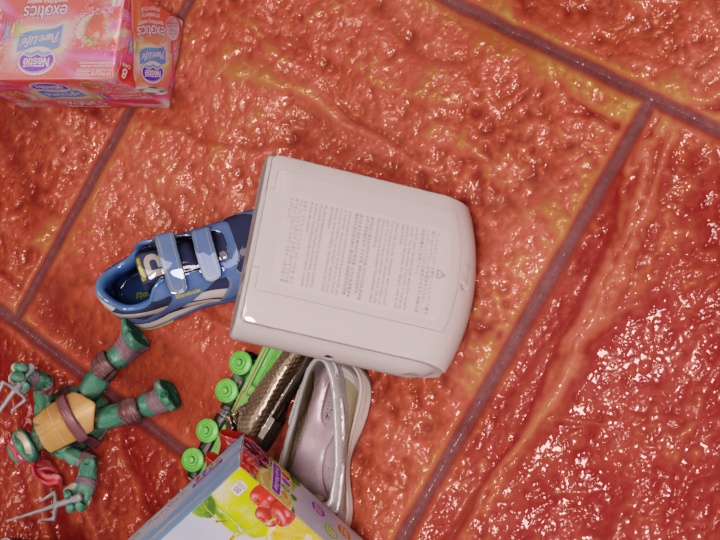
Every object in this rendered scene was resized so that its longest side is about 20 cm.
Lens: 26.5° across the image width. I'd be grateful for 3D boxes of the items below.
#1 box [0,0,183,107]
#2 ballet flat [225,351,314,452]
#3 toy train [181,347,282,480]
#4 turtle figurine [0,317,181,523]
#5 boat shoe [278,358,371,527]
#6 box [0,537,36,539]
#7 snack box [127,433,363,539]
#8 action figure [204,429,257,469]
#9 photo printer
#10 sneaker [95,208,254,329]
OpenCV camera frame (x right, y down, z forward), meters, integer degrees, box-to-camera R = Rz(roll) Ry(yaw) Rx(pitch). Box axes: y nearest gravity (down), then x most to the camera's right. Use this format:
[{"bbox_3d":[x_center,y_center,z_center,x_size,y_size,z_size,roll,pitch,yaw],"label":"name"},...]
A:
[{"bbox_3d":[-0.292,-0.223,1.548,0.199,0.103,0.095,4,80,28],"label":"box"},{"bbox_3d":[-0.063,0.077,1.360,0.046,0.067,0.201,29,89,15],"label":"ballet flat"},{"bbox_3d":[-0.100,0.110,1.404,0.056,0.042,0.201,28,92,20],"label":"toy train"},{"bbox_3d":[-0.277,0.141,1.455,0.200,0.101,0.150,-33,99,4],"label":"turtle figurine"},{"bbox_3d":[-0.043,0.175,1.341,0.074,0.065,0.203,12,84,30],"label":"boat shoe"},{"bbox_3d":[-0.291,0.349,1.359,0.165,0.200,0.165,-30,66,19],"label":"box"},{"bbox_3d":[-0.086,0.264,1.279,0.169,0.068,0.200,-42,106,13],"label":"snack box"},{"bbox_3d":[-0.108,0.247,1.347,0.099,0.065,0.201,22,121,7],"label":"action figure"},{"bbox_3d":[0.000,0.000,1.305,0.199,0.069,0.167,12,71,-9],"label":"photo printer"},{"bbox_3d":[-0.162,-0.002,1.438,0.199,0.082,0.074,-27,65,20],"label":"sneaker"}]
